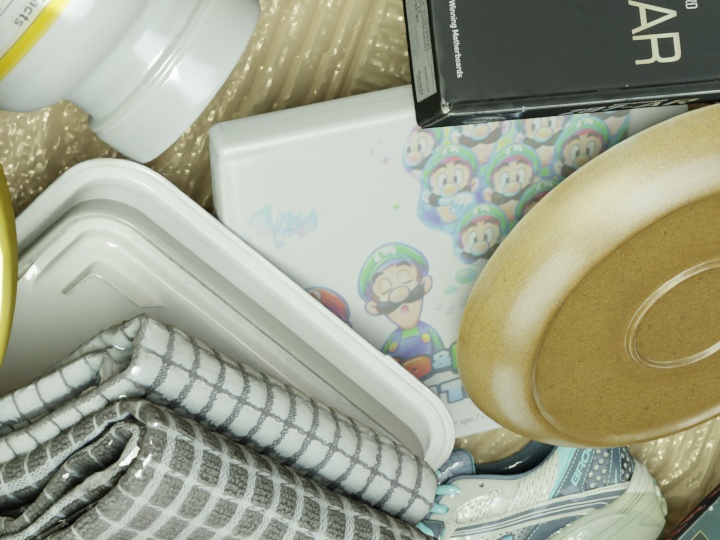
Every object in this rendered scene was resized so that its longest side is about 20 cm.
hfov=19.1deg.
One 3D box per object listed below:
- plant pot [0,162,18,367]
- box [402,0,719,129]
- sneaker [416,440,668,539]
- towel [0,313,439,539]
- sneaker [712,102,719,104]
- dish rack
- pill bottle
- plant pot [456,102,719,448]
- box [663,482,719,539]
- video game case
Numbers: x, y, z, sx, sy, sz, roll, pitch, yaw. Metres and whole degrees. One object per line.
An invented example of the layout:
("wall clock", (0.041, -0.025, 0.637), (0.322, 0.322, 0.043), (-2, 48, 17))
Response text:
("plant pot", (-0.219, -0.010, 0.774), (0.199, 0.189, 0.202), (-1, 98, -5))
("box", (0.091, -0.162, 0.829), (0.159, 0.044, 0.201), (-5, 88, -13))
("sneaker", (0.039, 0.128, 0.986), (0.199, 0.078, 0.087), (-33, 102, -12))
("towel", (-0.089, 0.112, 0.799), (0.200, 0.086, 0.165), (-32, 139, 30))
("sneaker", (0.231, -0.134, 0.942), (0.075, 0.082, 0.200), (37, 94, -24))
("dish rack", (-0.080, 0.061, 0.880), (0.200, 0.044, 0.171), (40, 128, -17))
("pill bottle", (-0.139, -0.131, 0.805), (0.200, 0.112, 0.112), (37, 94, -19))
("plant pot", (0.136, 0.012, 0.898), (0.199, 0.028, 0.201), (-18, 141, -15))
("box", (0.209, 0.150, 0.976), (0.200, 0.038, 0.137), (-38, 83, -31))
("video game case", (0.039, -0.001, 0.899), (0.199, 0.024, 0.183), (-12, 130, -12))
